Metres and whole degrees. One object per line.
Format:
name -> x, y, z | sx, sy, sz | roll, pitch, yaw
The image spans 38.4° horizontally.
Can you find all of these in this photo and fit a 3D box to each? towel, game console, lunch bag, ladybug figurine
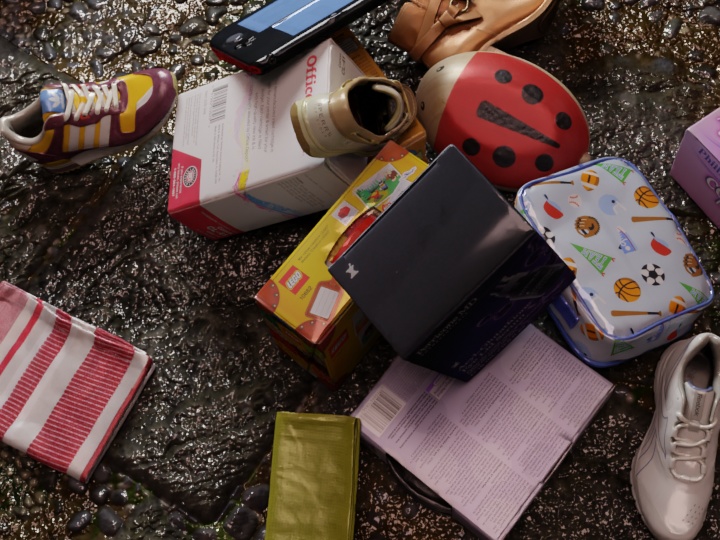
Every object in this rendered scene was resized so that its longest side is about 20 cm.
towel -> -0.048, 0.233, 0.952 | 0.085, 0.018, 0.202 | 2, 78, 12
game console -> -0.055, -0.272, 1.088 | 0.199, 0.031, 0.177 | -33, 25, -11
towel -> -0.325, 0.110, 1.054 | 0.199, 0.023, 0.145 | 24, 72, 14
lunch bag -> 0.234, -0.013, 1.009 | 0.159, 0.076, 0.201 | -20, 64, -20
ladybug figurine -> 0.148, -0.156, 1.076 | 0.198, 0.072, 0.137 | 23, 96, 8

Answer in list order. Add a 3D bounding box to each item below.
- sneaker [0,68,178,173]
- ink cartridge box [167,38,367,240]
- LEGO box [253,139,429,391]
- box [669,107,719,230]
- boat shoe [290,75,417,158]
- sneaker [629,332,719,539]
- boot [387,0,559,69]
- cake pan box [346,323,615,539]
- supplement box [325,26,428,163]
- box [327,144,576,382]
sneaker -> -0.290, -0.168, 1.103 | 0.199, 0.090, 0.076 | -24, 62, 19
ink cartridge box -> -0.094, -0.129, 1.061 | 0.198, 0.086, 0.149 | -12, 63, 28
LEGO box -> 0.000, 0.000, 1.000 | 0.077, 0.149, 0.200 | 35, 74, 18
box -> 0.450, -0.107, 1.033 | 0.199, 0.097, 0.176 | -33, 68, -10
boat shoe -> 0.013, -0.148, 0.978 | 0.066, 0.200, 0.075 | -15, 98, 32
sneaker -> 0.294, 0.148, 0.943 | 0.074, 0.087, 0.202 | 9, 69, 7
boot -> 0.135, -0.299, 1.154 | 0.154, 0.074, 0.201 | 29, 75, 12
cake pan box -> 0.112, 0.135, 0.986 | 0.183, 0.052, 0.200 | 34, 74, 20
supplement box -> -0.004, -0.189, 1.128 | 0.068, 0.067, 0.201 | -32, 67, -9
box -> 0.085, 0.003, 0.890 | 0.148, 0.200, 0.104 | -45, 68, 9
